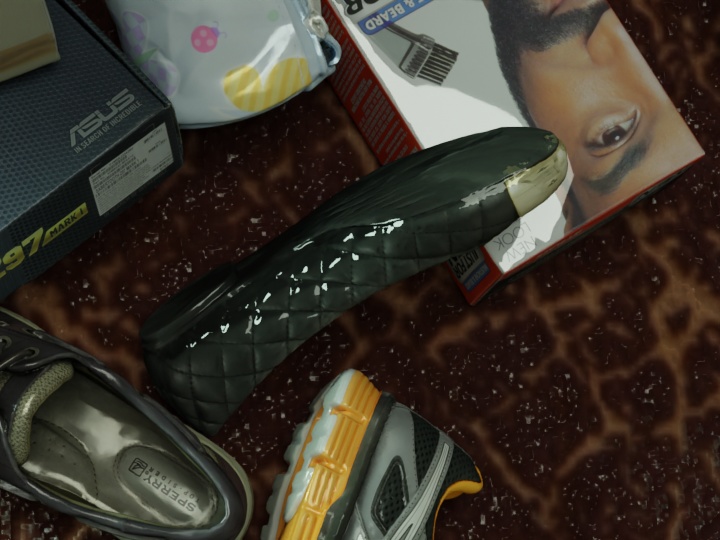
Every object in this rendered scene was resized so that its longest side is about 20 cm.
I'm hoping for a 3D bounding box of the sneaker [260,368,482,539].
[{"bbox_3d":[-0.010,0.142,0.954,0.077,0.078,0.200,25,74,-13],"label":"sneaker"}]

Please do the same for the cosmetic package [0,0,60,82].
[{"bbox_3d":[-0.229,-0.102,0.918,0.200,0.071,0.105,-20,57,-7],"label":"cosmetic package"}]

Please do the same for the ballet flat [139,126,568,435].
[{"bbox_3d":[0.000,0.000,0.970,0.200,0.066,0.057,-29,110,17],"label":"ballet flat"}]

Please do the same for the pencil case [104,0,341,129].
[{"bbox_3d":[-0.078,-0.157,0.971,0.083,0.091,0.200,-36,113,-40],"label":"pencil case"}]

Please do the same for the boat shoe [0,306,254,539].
[{"bbox_3d":[-0.132,0.057,0.956,0.200,0.065,0.072,30,75,-1],"label":"boat shoe"}]

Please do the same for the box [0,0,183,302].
[{"bbox_3d":[-0.196,-0.046,0.955,0.200,0.051,0.158,-37,64,-17],"label":"box"}]

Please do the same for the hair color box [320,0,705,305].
[{"bbox_3d":[0.046,-0.101,1.031,0.111,0.064,0.200,-31,84,-16],"label":"hair color box"}]
